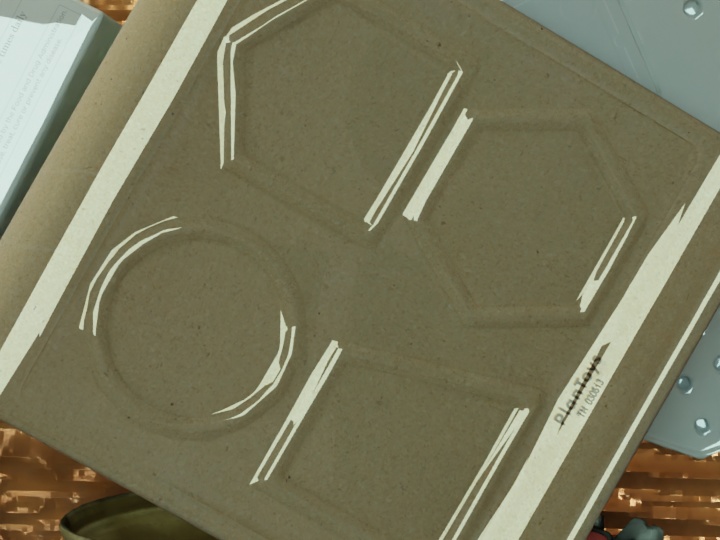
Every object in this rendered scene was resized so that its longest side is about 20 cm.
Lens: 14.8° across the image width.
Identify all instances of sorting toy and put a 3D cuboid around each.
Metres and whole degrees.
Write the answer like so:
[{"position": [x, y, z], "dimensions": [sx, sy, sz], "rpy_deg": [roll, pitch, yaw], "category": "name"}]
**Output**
[{"position": [0.000, 0.000, 0.852], "dimensions": [0.200, 0.036, 0.185], "rpy_deg": [30, 89, -6], "category": "sorting toy"}]

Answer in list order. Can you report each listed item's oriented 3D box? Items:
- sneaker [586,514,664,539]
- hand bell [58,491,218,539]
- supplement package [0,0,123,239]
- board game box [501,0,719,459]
[{"position": [0.104, 0.142, 0.897], "dimensions": [0.200, 0.071, 0.098], "rpy_deg": [28, 86, 7], "category": "sneaker"}, {"position": [-0.041, 0.177, 0.919], "dimensions": [0.104, 0.104, 0.200], "rpy_deg": [-2, 97, 7], "category": "hand bell"}, {"position": [-0.184, -0.073, 0.932], "dimensions": [0.200, 0.114, 0.110], "rpy_deg": [27, 90, 8], "category": "supplement package"}, {"position": [0.059, -0.064, 0.881], "dimensions": [0.200, 0.026, 0.200], "rpy_deg": [20, 99, -9], "category": "board game box"}]
